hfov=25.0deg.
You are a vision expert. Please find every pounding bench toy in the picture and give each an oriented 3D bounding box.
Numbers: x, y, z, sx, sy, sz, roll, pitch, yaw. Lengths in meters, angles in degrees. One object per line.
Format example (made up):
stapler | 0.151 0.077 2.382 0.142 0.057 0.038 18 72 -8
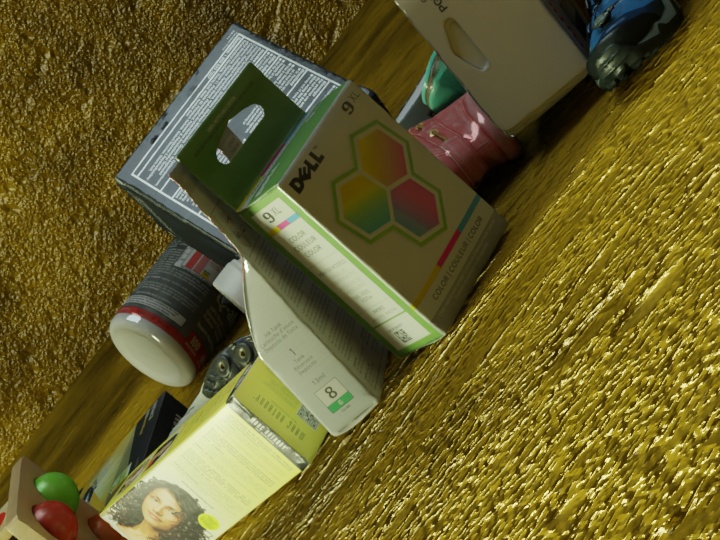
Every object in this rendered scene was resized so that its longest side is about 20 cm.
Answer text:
pounding bench toy | -0.260 0.235 1.290 0.156 0.124 0.200 -49 17 5

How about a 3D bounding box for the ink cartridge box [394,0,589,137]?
ink cartridge box | 0.102 -0.197 1.206 0.085 0.146 0.200 -38 8 19

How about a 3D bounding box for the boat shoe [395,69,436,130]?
boat shoe | 0.087 -0.170 1.495 0.201 0.070 0.066 -58 10 4

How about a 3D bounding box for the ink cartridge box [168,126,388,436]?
ink cartridge box | -0.060 -0.001 1.101 0.050 0.200 0.161 -41 11 17

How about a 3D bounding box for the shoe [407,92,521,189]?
shoe | 0.073 -0.093 1.259 0.091 0.072 0.200 -40 10 6

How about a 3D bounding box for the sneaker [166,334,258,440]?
sneaker | -0.082 0.100 1.206 0.072 0.072 0.200 -22 -18 -43

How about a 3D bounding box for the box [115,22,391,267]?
box | -0.090 -0.099 1.558 0.198 0.123 0.201 30 79 36

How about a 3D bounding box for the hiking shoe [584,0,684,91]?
hiking shoe | 0.171 -0.192 1.101 0.074 0.087 0.201 -43 12 35

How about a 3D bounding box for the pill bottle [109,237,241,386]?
pill bottle | -0.188 0.024 1.862 0.201 0.116 0.116 -55 11 -28

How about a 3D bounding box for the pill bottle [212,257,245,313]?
pill bottle | -0.035 -0.040 1.403 0.201 0.112 0.112 -51 10 -6

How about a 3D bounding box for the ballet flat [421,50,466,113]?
ballet flat | 0.096 -0.156 1.339 0.200 0.070 0.068 -39 -30 -80

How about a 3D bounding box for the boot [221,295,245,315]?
boot | -0.072 -0.027 1.704 0.165 0.066 0.200 -51 5 -12

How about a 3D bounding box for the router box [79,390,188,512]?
router box | -0.216 0.211 1.472 0.157 0.052 0.200 -49 10 9

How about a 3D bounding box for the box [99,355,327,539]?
box | -0.105 0.143 1.158 0.200 0.075 0.050 -44 9 41

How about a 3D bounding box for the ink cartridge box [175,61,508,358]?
ink cartridge box | -0.009 -0.050 1.049 0.059 0.200 0.104 -32 20 53

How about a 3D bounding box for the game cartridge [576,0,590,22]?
game cartridge | 0.143 -0.297 1.208 0.032 0.200 0.178 -21 51 18
